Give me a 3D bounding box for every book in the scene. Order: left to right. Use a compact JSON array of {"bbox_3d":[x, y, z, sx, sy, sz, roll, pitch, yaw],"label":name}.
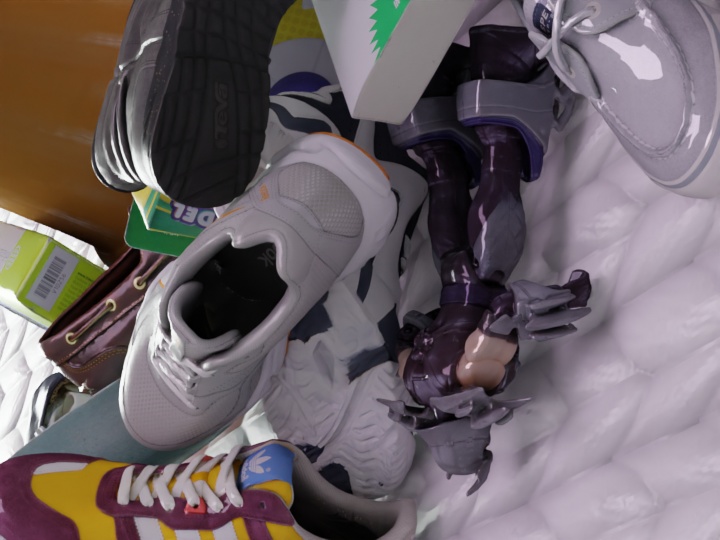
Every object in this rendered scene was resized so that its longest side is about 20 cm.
[{"bbox_3d":[0.011,-0.180,0.952,0.134,0.048,0.200,-59,35,37],"label":"book"}]

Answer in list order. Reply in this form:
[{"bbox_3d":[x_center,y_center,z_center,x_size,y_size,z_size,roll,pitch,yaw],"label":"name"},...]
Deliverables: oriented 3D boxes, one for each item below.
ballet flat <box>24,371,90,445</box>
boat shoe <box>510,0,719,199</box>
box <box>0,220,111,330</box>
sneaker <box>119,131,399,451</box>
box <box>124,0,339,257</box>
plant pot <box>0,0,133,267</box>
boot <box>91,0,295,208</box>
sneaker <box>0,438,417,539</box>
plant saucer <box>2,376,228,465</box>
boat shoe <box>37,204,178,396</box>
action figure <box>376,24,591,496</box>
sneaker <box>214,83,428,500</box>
[{"bbox_3d":[-0.188,0.152,1.391,0.073,0.073,0.200,-42,42,53],"label":"ballet flat"},{"bbox_3d":[0.097,-0.102,0.872,0.072,0.068,0.200,-61,30,35],"label":"boat shoe"},{"bbox_3d":[-0.177,0.019,1.343,0.048,0.122,0.200,-60,22,-6],"label":"box"},{"bbox_3d":[-0.068,0.022,0.960,0.092,0.076,0.200,-41,-9,-50],"label":"sneaker"},{"bbox_3d":[-0.039,-0.083,1.100,0.048,0.117,0.200,-117,43,-54],"label":"box"},{"bbox_3d":[-0.168,-0.103,1.306,0.200,0.183,0.200,-36,49,57],"label":"plant pot"},{"bbox_3d":[-0.072,-0.127,0.966,0.131,0.068,0.200,24,95,65],"label":"boot"},{"bbox_3d":[-0.072,0.108,1.003,0.075,0.200,0.090,-94,25,-51],"label":"sneaker"},{"bbox_3d":[-0.119,0.090,1.171,0.039,0.201,0.201,55,142,8],"label":"plant saucer"},{"bbox_3d":[-0.102,-0.012,1.201,0.200,0.070,0.070,-51,6,11],"label":"boat shoe"},{"bbox_3d":[0.052,-0.003,0.939,0.130,0.069,0.200,-9,76,57],"label":"action figure"},{"bbox_3d":[0.000,0.000,1.051,0.079,0.130,0.199,-14,105,34],"label":"sneaker"}]
